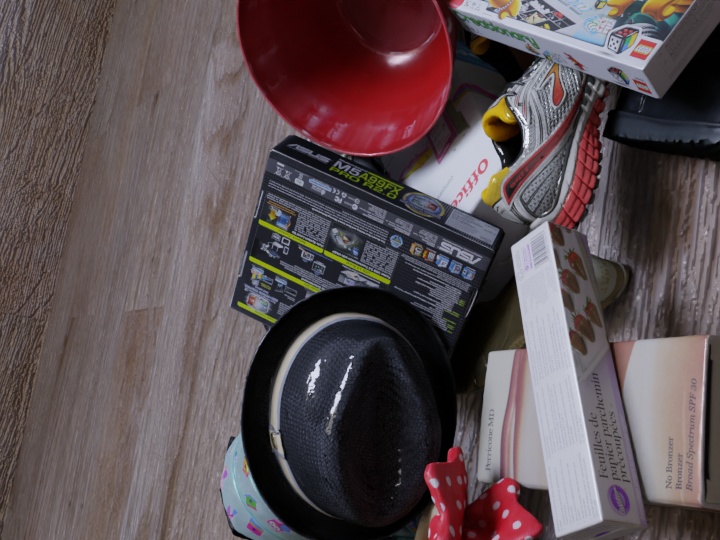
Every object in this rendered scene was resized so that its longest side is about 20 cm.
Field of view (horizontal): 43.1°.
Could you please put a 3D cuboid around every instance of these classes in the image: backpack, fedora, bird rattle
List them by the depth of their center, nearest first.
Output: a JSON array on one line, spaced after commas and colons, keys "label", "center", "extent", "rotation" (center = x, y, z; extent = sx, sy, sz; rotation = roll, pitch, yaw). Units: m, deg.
[{"label": "bird rattle", "center": [0.054, 0.224, 0.642], "extent": [0.163, 0.111, 0.203], "rotation": [159, 111, -81]}, {"label": "fedora", "center": [0.006, 0.114, 0.680], "extent": [0.091, 0.198, 0.203], "rotation": [-172, 96, -70]}, {"label": "backpack", "center": [-0.022, 0.179, 0.810], "extent": [0.127, 0.198, 0.168], "rotation": [-51, 37, 36]}]

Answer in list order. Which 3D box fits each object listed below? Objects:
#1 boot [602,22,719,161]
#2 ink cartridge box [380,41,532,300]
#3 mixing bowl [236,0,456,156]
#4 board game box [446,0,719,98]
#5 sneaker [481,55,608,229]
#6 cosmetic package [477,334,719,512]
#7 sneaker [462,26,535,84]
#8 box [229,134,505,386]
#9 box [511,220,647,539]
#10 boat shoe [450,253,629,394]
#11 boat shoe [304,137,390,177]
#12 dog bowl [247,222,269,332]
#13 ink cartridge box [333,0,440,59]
[{"label": "boot", "center": [0.250, -0.160, 0.608], "extent": [0.200, 0.076, 0.170], "rotation": [-147, 70, -66]}, {"label": "ink cartridge box", "center": [0.094, -0.095, 0.831], "extent": [0.145, 0.084, 0.201], "rotation": [-57, 35, 32]}, {"label": "mixing bowl", "center": [0.006, -0.211, 0.778], "extent": [0.200, 0.200, 0.109], "rotation": [-40, 9, 46]}, {"label": "board game box", "center": [0.164, -0.203, 0.628], "extent": [0.127, 0.035, 0.200], "rotation": [-52, 42, -1]}, {"label": "sneaker", "center": [0.137, -0.128, 0.677], "extent": [0.078, 0.081, 0.202], "rotation": [112, 171, -68]}, {"label": "cosmetic package", "center": [0.175, 0.103, 0.611], "extent": [0.199, 0.086, 0.105], "rotation": [-16, 64, 58]}, {"label": "sneaker", "center": [0.119, -0.228, 0.762], "extent": [0.201, 0.082, 0.078], "rotation": [59, 152, 1]}, {"label": "box", "center": [0.000, 0.000, 0.762], "extent": [0.044, 0.198, 0.162], "rotation": [-51, -17, -57]}, {"label": "box", "center": [0.133, 0.065, 0.573], "extent": [0.041, 0.038, 0.202], "rotation": [-41, 43, 45]}, {"label": "boat shoe", "center": [0.136, 0.048, 0.751], "extent": [0.201, 0.062, 0.074], "rotation": [-52, 41, 47]}, {"label": "boat shoe", "center": [-0.012, -0.100, 0.843], "extent": [0.200, 0.071, 0.068], "rotation": [-126, 40, -59]}, {"label": "dog bowl", "center": [-0.020, 0.007, 0.906], "extent": [0.073, 0.199, 0.202], "rotation": [-21, 57, 31]}, {"label": "ink cartridge box", "center": [0.050, -0.280, 0.915], "extent": [0.144, 0.085, 0.200], "rotation": [-39, 10, 48]}]
